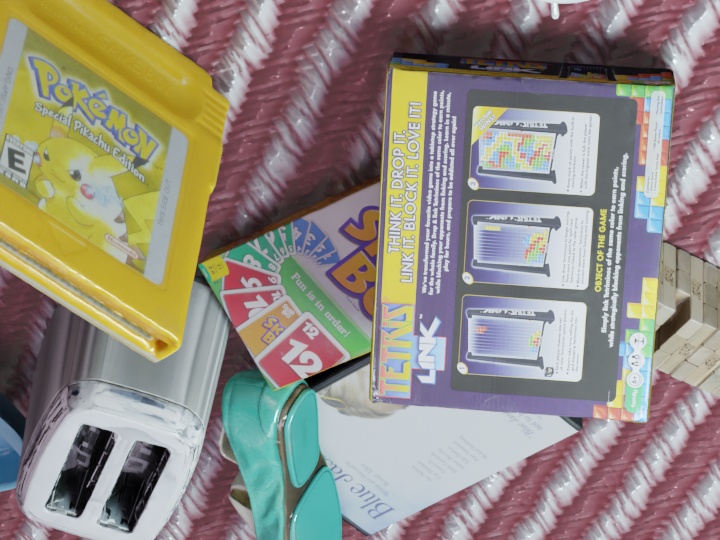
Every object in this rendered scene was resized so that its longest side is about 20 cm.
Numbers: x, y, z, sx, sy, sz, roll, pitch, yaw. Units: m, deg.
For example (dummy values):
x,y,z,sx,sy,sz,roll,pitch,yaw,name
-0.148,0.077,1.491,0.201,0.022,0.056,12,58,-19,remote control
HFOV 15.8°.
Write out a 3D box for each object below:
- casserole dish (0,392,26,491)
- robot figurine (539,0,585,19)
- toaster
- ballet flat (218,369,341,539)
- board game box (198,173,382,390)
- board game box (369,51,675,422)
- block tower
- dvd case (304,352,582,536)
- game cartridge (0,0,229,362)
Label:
x,y,z,sx,sy,sz,roll,pitch,yaw,name
-0.302,0.105,1.745,0.199,0.039,0.121,-11,135,36,casserole dish
0.114,-0.215,1.303,0.170,0.113,0.200,47,136,14,robot figurine
-0.150,0.083,1.650,0.113,0.130,0.200,18,136,-12,toaster
-0.057,0.134,1.726,0.070,0.067,0.201,20,142,25,ballet flat
0.000,0.000,1.578,0.199,0.030,0.096,-24,102,33,board game box
0.092,-0.019,1.492,0.164,0.057,0.202,5,105,5,board game box
0.179,0.020,1.591,0.199,0.054,0.058,25,136,-19,block tower
0.028,0.103,1.728,0.199,0.018,0.142,-30,127,34,dvd case
-0.155,-0.072,1.431,0.176,0.201,0.032,34,134,-27,game cartridge
